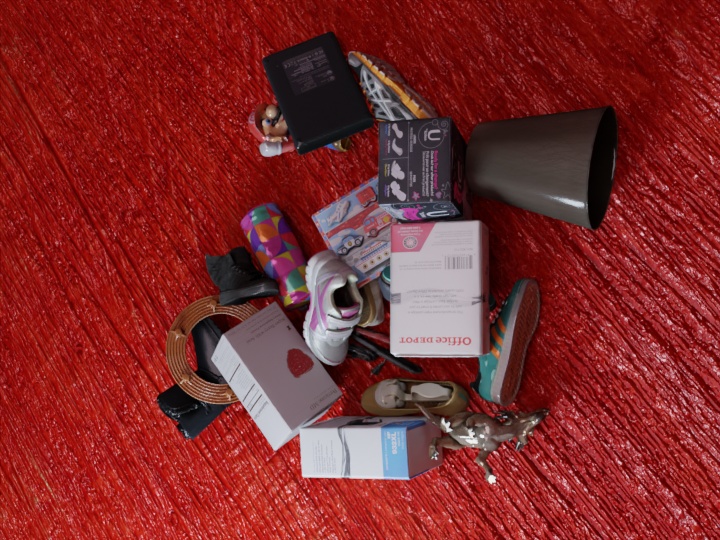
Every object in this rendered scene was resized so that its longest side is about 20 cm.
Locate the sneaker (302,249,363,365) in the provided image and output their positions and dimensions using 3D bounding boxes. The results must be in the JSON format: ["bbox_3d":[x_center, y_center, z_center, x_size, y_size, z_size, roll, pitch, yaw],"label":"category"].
[{"bbox_3d":[-0.042,0.073,1.410,0.088,0.081,0.203,27,129,47],"label":"sneaker"}]

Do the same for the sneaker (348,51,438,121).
[{"bbox_3d":[0.040,-0.294,1.438,0.200,0.078,0.077,50,119,20],"label":"sneaker"}]

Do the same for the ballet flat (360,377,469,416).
[{"bbox_3d":[0.082,0.203,1.418,0.197,0.063,0.070,-5,60,25],"label":"ballet flat"}]

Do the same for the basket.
[{"bbox_3d":[0.269,-0.160,1.288,0.197,0.135,0.183,8,87,31],"label":"basket"}]

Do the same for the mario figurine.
[{"bbox_3d":[-0.112,-0.260,1.493,0.197,0.124,0.108,7,119,22],"label":"mario figurine"}]

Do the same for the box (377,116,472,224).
[{"bbox_3d":[0.106,-0.142,1.316,0.113,0.200,0.134,-2,81,17],"label":"box"}]

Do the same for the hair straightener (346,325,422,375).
[{"bbox_3d":[0.019,0.142,1.467,0.198,0.041,0.078,17,98,27],"label":"hair straightener"}]

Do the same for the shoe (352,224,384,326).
[{"bbox_3d":[0.000,0.000,1.474,0.070,0.053,0.203,-26,69,42],"label":"shoe"}]

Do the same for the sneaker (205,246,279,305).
[{"bbox_3d":[-0.213,0.004,1.522,0.199,0.059,0.106,-16,76,51],"label":"sneaker"}]

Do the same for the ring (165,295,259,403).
[{"bbox_3d":[-0.253,0.140,1.551,0.197,0.019,0.204,3,72,-10],"label":"ring"}]

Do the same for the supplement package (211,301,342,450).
[{"bbox_3d":[-0.146,0.182,1.473,0.201,0.121,0.120,52,148,9],"label":"supplement package"}]

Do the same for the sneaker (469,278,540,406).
[{"bbox_3d":[0.221,0.106,1.343,0.079,0.071,0.203,14,87,42],"label":"sneaker"}]

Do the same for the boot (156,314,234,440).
[{"bbox_3d":[-0.308,0.190,1.575,0.167,0.077,0.201,-33,77,-17],"label":"boot"}]

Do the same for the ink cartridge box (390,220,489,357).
[{"bbox_3d":[0.122,0.031,1.311,0.144,0.083,0.204,-1,84,18],"label":"ink cartridge box"}]

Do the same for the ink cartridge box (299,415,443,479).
[{"bbox_3d":[0.018,0.289,1.409,0.197,0.145,0.085,-6,87,27],"label":"ink cartridge box"}]

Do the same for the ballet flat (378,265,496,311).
[{"bbox_3d":[0.123,0.046,1.399,0.197,0.073,0.074,15,97,11],"label":"ballet flat"}]

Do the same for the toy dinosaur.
[{"bbox_3d":[0.186,0.249,1.339,0.198,0.135,0.087,11,113,33],"label":"toy dinosaur"}]

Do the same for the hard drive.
[{"bbox_3d":[-0.075,-0.306,1.464,0.138,0.033,0.202,-21,64,-3],"label":"hard drive"}]

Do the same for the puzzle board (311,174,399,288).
[{"bbox_3d":[0.035,-0.081,1.435,0.198,0.017,0.152,-31,75,4],"label":"puzzle board"}]

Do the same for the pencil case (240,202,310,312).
[{"bbox_3d":[-0.139,-0.022,1.530,0.088,0.088,0.202,-35,77,23],"label":"pencil case"}]
